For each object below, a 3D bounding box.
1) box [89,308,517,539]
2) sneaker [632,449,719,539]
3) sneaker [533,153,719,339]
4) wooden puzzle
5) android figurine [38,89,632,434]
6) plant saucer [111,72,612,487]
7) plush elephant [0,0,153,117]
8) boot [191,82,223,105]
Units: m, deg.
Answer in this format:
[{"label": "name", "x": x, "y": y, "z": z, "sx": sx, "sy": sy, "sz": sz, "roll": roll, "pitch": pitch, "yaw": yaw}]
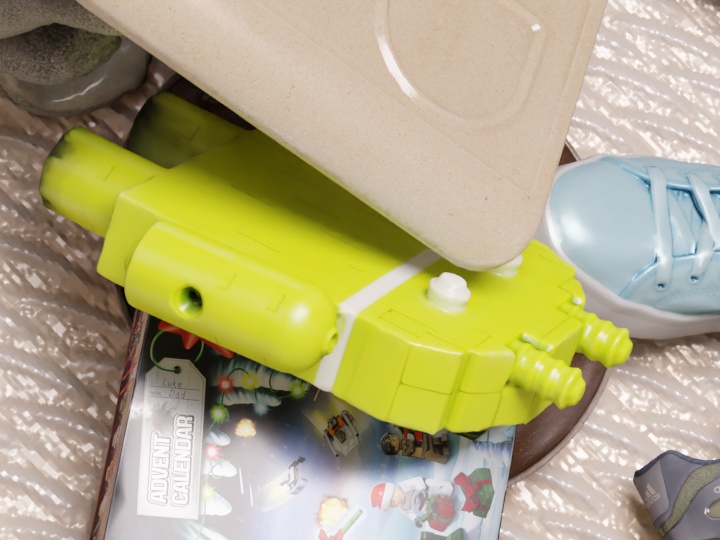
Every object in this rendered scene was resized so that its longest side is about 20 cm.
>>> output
[{"label": "box", "x": -0.026, "y": 0.113, "z": 0.977, "sx": 0.136, "sy": 0.040, "sz": 0.201, "roll": 13, "pitch": 74, "yaw": -11}, {"label": "sneaker", "x": 0.188, "y": 0.061, "z": 1.081, "sx": 0.199, "sy": 0.074, "sz": 0.081, "roll": -28, "pitch": 73, "yaw": -29}, {"label": "sneaker", "x": 0.153, "y": -0.018, "z": 1.078, "sx": 0.199, "sy": 0.082, "sz": 0.074, "roll": 6, "pitch": 61, "yaw": -31}, {"label": "wooden puzzle", "x": 0.001, "y": -0.121, "z": 0.972, "sx": 0.185, "sy": 0.046, "sz": 0.201, "roll": 34, "pitch": 56, "yaw": -19}, {"label": "android figurine", "x": -0.005, "y": -0.004, "z": 0.979, "sx": 0.199, "sy": 0.041, "sz": 0.182, "roll": 26, "pitch": 24, "yaw": 19}, {"label": "plant saucer", "x": 0.000, "y": 0.000, "z": 1.070, "sx": 0.199, "sy": 0.032, "sz": 0.202, "roll": 8, "pitch": 63, "yaw": -15}, {"label": "plush elephant", "x": -0.122, "y": -0.143, "z": 1.040, "sx": 0.155, "sy": 0.200, "sz": 0.165, "roll": -26, "pitch": 87, "yaw": -50}, {"label": "boot", "x": 0.017, "y": -0.119, "z": 1.070, "sx": 0.157, "sy": 0.080, "sz": 0.212, "roll": 11, "pitch": 33, "yaw": -11}]
